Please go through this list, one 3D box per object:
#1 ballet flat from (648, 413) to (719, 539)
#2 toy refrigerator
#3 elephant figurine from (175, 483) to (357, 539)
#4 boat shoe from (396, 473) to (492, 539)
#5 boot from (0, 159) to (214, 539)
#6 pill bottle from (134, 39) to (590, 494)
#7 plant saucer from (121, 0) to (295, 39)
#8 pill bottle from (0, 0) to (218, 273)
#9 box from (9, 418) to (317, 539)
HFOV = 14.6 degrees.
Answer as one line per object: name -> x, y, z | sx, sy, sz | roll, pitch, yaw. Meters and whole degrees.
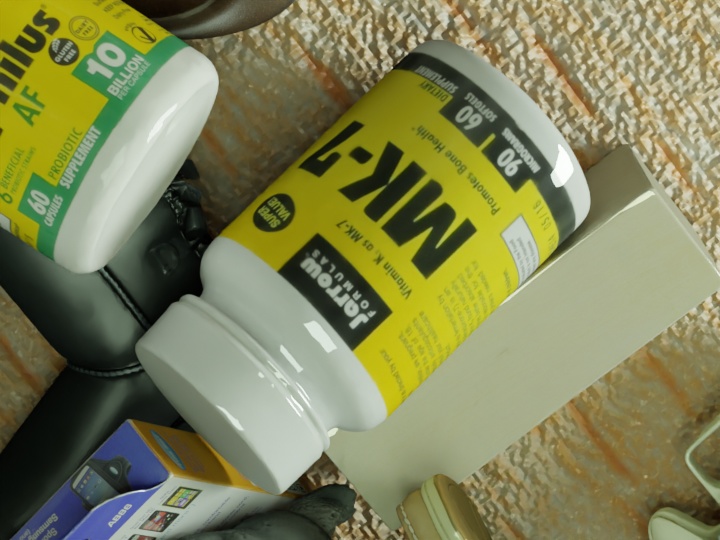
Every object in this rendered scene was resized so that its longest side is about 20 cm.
ballet flat -> 0.188, 0.117, 1.400 | 0.071, 0.069, 0.201 | 27, 101, 6
toy refrigerator -> 0.074, 0.034, 1.351 | 0.200, 0.076, 0.070 | -38, 107, 8
elephant figurine -> -0.027, 0.218, 1.284 | 0.155, 0.141, 0.200 | -46, 69, 13
boat shoe -> 0.045, 0.169, 1.355 | 0.066, 0.074, 0.200 | -23, 142, 1
boot -> -0.141, 0.030, 1.334 | 0.198, 0.073, 0.163 | -34, 110, 0
pill bottle -> 0.000, 0.000, 1.280 | 0.200, 0.114, 0.114 | -45, 108, -14
plant saucer -> -0.108, -0.177, 1.230 | 0.199, 0.032, 0.201 | 17, 135, 17
pill bottle -> -0.173, -0.096, 1.235 | 0.199, 0.113, 0.113 | 34, 104, 5
box -> -0.104, 0.129, 1.317 | 0.119, 0.200, 0.042 | -45, 66, 10
